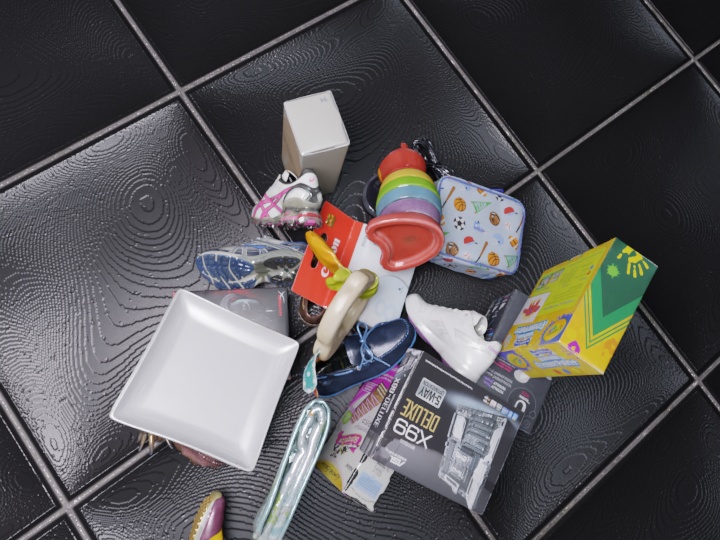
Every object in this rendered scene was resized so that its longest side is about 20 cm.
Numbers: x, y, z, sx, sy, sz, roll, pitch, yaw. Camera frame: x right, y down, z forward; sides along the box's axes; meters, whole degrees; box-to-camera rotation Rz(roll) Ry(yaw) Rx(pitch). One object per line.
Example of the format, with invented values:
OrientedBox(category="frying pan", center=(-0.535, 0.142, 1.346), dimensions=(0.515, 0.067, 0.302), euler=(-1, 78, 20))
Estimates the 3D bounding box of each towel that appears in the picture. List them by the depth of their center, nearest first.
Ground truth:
OrientedBox(category="towel", center=(-0.096, 0.283, 0.741), dimensions=(0.048, 0.171, 0.201), euler=(25, 75, 0))

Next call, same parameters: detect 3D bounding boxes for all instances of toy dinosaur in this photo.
OrientedBox(category="toy dinosaur", center=(-0.248, 0.244, 0.744), dimensions=(0.199, 0.136, 0.086), euler=(31, 74, -2))

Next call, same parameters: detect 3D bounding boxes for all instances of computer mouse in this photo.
OrientedBox(category="computer mouse", center=(0.080, -0.148, 0.935), dimensions=(0.199, 0.053, 0.139), euler=(-33, 86, -25))

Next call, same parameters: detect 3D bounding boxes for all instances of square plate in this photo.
OrientedBox(category="square plate", center=(-0.208, 0.152, 0.718), dimensions=(0.199, 0.028, 0.199), euler=(27, 56, -13))

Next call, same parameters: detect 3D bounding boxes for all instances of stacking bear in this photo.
OrientedBox(category="stacking bear", center=(0.073, -0.119, 0.829), dimensions=(0.113, 0.122, 0.201), euler=(-12, 51, 15))

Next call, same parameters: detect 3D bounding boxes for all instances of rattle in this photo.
OrientedBox(category="rattle", center=(-0.072, 0.065, 0.751), dimensions=(0.142, 0.130, 0.201), euler=(31, 100, -4))

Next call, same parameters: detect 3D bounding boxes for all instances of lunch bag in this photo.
OrientedBox(category="lunch bag", center=(0.199, -0.077, 0.902), dimensions=(0.199, 0.075, 0.161), euler=(15, 76, -21))

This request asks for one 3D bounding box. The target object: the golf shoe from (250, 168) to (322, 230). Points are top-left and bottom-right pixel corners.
OrientedBox(category="golf shoe", center=(-0.118, -0.112, 0.821), dimensions=(0.072, 0.199, 0.093), euler=(3, 90, -36))

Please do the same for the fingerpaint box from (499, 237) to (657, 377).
OrientedBox(category="fingerpaint box", center=(0.300, 0.064, 0.729), dimensions=(0.073, 0.200, 0.167), euler=(35, 74, 2))

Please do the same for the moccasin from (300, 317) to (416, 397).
OrientedBox(category="moccasin", center=(-0.005, 0.137, 0.800), dimensions=(0.199, 0.068, 0.081), euler=(-36, 41, 7))

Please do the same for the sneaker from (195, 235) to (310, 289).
OrientedBox(category="sneaker", center=(-0.174, -0.016, 0.854), dimensions=(0.198, 0.078, 0.085), euler=(1, 34, 9))

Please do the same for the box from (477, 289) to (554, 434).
OrientedBox(category="box", center=(0.253, 0.154, 0.860), dimensions=(0.122, 0.106, 0.201), euler=(30, 75, 1))

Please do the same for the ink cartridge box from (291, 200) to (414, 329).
OrientedBox(category="ink cartridge box", center=(0.000, 0.000, 0.838), dimensions=(0.199, 0.047, 0.161), euler=(31, 72, -36))

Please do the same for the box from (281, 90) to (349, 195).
OrientedBox(category="box", center=(-0.079, -0.196, 0.839), dimensions=(0.077, 0.200, 0.096), euler=(-17, 80, -13))

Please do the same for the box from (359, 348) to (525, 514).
OrientedBox(category="box", center=(0.119, 0.227, 0.722), dimensions=(0.199, 0.050, 0.158), euler=(33, 76, -17))

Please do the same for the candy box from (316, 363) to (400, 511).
OrientedBox(category="candy box", center=(0.022, 0.242, 0.783), dimensions=(0.061, 0.136, 0.201), euler=(38, 73, -17))

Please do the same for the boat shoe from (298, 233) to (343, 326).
OrientedBox(category="boat shoe", center=(-0.050, -0.002, 0.867), dimensions=(0.070, 0.070, 0.201), euler=(17, 74, 0))

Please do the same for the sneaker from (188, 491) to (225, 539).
OrientedBox(category="sneaker", center=(-0.214, 0.432, 0.745), dimensions=(0.089, 0.075, 0.201), euler=(17, 81, -13))

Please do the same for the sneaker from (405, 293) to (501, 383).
OrientedBox(category="sneaker", center=(0.150, 0.094, 0.837), dimensions=(0.100, 0.075, 0.200), euler=(-45, 47, 5))

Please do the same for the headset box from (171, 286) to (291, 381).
OrientedBox(category="headset box", center=(-0.213, 0.108, 0.812), dimensions=(0.198, 0.077, 0.150), euler=(-1, 77, -11))
